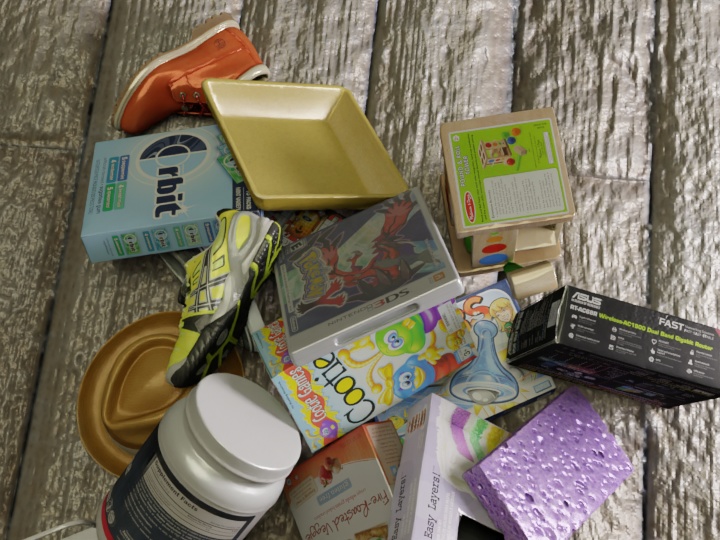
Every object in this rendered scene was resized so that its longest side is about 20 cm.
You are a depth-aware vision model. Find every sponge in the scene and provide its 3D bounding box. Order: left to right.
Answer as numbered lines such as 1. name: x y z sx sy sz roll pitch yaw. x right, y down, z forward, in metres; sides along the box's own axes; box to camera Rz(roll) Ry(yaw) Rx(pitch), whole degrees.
1. sponge: 0.196 0.205 1.096 0.199 0.030 0.112 -27 78 -46

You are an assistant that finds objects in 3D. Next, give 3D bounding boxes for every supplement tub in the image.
1. supplement tub: -0.163 0.216 1.080 0.140 0.140 0.201 46 114 16

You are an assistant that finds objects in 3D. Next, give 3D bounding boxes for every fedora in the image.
1. fedora: -0.225 0.132 1.180 0.197 0.082 0.204 -1 72 4

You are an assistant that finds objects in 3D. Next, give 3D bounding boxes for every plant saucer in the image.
1. plant saucer: -0.069 -0.134 1.222 0.197 0.049 0.201 -2 46 -31

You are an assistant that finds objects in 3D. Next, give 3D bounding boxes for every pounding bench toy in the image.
1. pounding bench toy: 0.161 -0.045 1.175 0.122 0.156 0.203 -8 70 1

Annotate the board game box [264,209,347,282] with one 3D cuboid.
1. board game box: -0.075 -0.033 1.226 0.199 0.024 0.105 28 76 30

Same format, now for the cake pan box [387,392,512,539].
1. cake pan box: 0.118 0.247 1.064 0.183 0.052 0.202 28 48 -16

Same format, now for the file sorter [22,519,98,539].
1. file sorter: -0.301 0.368 1.087 0.137 0.125 0.202 -20 71 -4

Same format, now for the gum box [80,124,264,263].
1. gum box: -0.211 -0.094 1.236 0.197 0.045 0.171 -9 44 1

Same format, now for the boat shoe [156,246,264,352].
1. boat shoe: -0.176 0.021 1.218 0.070 0.073 0.201 -27 61 -22

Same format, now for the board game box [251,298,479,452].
1. board game box: 0.004 0.078 1.116 0.198 0.106 0.103 -29 28 -4

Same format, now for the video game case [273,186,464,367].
1. video game case: 0.000 0.000 1.107 0.180 0.023 0.201 -24 31 4

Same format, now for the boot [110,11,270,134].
1. boot: -0.204 -0.215 1.300 0.199 0.075 0.108 -39 79 -10

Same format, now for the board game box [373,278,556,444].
1. board game box: 0.098 0.111 1.193 0.198 0.035 0.137 -23 72 -4

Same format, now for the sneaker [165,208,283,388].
1. sneaker: -0.156 0.029 1.140 0.076 0.075 0.202 26 79 12

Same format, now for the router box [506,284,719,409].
1. router box: 0.267 0.083 1.107 0.197 0.150 0.063 16 74 -8

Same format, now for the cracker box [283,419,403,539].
1. cracker box: 0.011 0.274 1.099 0.133 0.057 0.202 -36 69 31
